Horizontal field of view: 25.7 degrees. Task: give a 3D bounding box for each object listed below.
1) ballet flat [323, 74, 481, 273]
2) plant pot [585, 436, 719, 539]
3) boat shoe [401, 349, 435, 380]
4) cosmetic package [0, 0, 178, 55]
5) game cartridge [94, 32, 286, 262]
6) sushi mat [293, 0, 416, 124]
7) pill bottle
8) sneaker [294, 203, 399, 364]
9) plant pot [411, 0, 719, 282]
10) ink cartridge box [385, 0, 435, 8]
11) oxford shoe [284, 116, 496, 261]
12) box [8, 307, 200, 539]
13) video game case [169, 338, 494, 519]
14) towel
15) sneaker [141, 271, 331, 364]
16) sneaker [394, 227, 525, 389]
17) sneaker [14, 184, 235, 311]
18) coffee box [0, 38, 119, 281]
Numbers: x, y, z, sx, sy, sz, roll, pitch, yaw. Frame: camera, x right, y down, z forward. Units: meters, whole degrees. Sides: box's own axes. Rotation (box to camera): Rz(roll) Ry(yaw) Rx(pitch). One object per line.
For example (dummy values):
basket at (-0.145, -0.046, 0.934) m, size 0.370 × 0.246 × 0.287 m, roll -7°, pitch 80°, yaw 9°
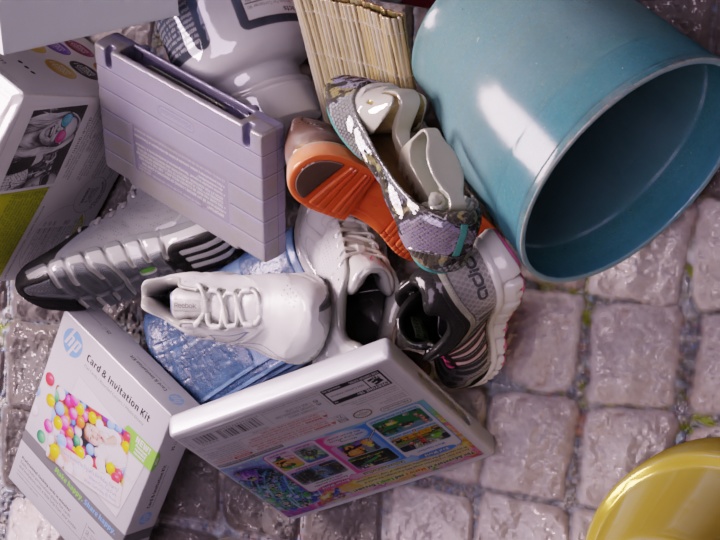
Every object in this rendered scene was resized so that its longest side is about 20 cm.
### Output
ballet flat at (0.035, -0.090, 1.145) m, size 0.072 × 0.072 × 0.201 m, roll -45°, pitch 53°, yaw 23°
plant pot at (0.239, 0.232, 1.127) m, size 0.200 × 0.189 × 0.202 m, roll 2°, pitch 95°, yaw 28°
boat shoe at (-0.019, 0.129, 1.329) m, size 0.199 × 0.072 × 0.076 m, roll -20°, pitch 116°, yaw 23°
cosmetic package at (-0.258, -0.239, 1.271) m, size 0.200 × 0.150 × 0.052 m, roll 37°, pitch 138°, yaw 48°
game cartridge at (-0.137, -0.100, 1.283) m, size 0.200 × 0.038 × 0.130 m, roll 31°, pitch 141°, yaw 31°
sushi mat at (0.005, -0.133, 1.245) m, size 0.095 × 0.012 × 0.201 m, roll 18°, pitch 144°, yaw 27°
pill bottle at (-0.108, -0.207, 1.307) m, size 0.119 × 0.119 × 0.201 m, roll -23°, pitch 84°, yaw 27°
sneaker at (0.000, 0.000, 1.258) m, size 0.099 × 0.078 × 0.201 m, roll 124°, pitch 140°, yaw -60°
plant pot at (0.142, -0.127, 1.154) m, size 0.200 × 0.200 × 0.188 m, roll -54°, pitch 56°, yaw 21°
ink cartridge box at (0.017, -0.311, 1.217) m, size 0.085 × 0.147 × 0.201 m, roll 14°, pitch 99°, yaw 25°
oxford shoe at (0.027, -0.066, 1.235) m, size 0.071 × 0.199 × 0.073 m, roll -45°, pitch 36°, yaw 27°
box at (-0.233, 0.156, 1.419) m, size 0.156 × 0.041 × 0.201 m, roll 41°, pitch 121°, yaw 27°
video game case at (-0.020, 0.132, 1.259) m, size 0.199 × 0.182 × 0.024 m, roll -21°, pitch 52°, yaw 22°
towel at (-0.097, 0.045, 1.364) m, size 0.199 × 0.048 × 0.112 m, roll -29°, pitch 80°, yaw 27°
sneaker at (-0.100, 0.035, 1.262) m, size 0.199 × 0.087 × 0.075 m, roll 0°, pitch 85°, yaw 48°
sneaker at (0.065, 0.039, 1.207) m, size 0.087 × 0.200 × 0.074 m, roll -18°, pitch 66°, yaw -13°
sneaker at (-0.208, -0.040, 1.386) m, size 0.199 × 0.075 × 0.116 m, roll -14°, pitch 59°, yaw 6°
coffee box at (-0.340, -0.125, 1.390) m, size 0.199 × 0.198 × 0.200 m, roll 39°, pitch 110°, yaw 20°
